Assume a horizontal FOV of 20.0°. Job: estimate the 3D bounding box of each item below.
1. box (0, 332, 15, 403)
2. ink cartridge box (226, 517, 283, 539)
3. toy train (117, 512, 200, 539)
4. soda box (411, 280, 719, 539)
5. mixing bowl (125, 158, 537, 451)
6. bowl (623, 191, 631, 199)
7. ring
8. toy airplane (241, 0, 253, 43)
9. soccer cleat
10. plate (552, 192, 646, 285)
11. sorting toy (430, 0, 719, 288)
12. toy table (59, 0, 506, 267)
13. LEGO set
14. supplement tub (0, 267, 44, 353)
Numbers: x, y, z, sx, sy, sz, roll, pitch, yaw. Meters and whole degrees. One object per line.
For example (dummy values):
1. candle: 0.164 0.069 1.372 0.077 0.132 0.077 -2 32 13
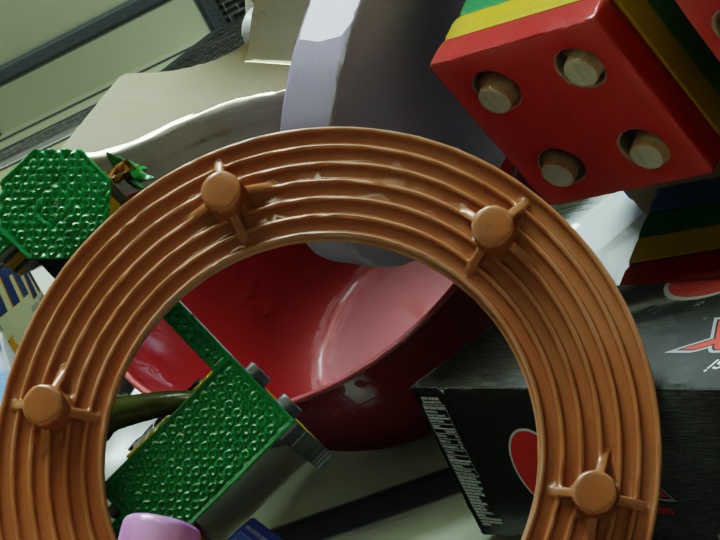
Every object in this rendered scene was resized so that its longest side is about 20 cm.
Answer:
1. box: -0.193 0.107 0.915 0.122 0.048 0.200 -29 34 -4
2. ink cartridge box: -0.112 0.147 0.761 0.200 0.042 0.119 -30 13 -14
3. toy train: -0.088 0.143 0.529 0.200 0.056 0.150 -29 53 22
4. soda box: 0.102 0.045 0.642 0.071 0.063 0.200 -35 15 -26
5. mixing bowl: 0.000 0.000 0.853 0.200 0.108 0.200 -19 47 22
6. bowl: 0.178 -0.101 0.856 0.201 0.039 0.201 -39 1 1
7. ring: -0.014 0.053 0.590 0.200 0.201 0.019 -28 -18 2
8. toy airplane: -0.025 -0.071 1.163 0.200 0.141 0.199 -57 -10 -11
9. soccer cleat: -0.068 0.044 0.929 0.200 0.085 0.069 -46 -3 -46
10. plate: 0.103 -0.016 0.951 0.200 0.032 0.199 -38 16 -34
11. sorting toy: 0.140 -0.049 0.643 0.199 0.200 0.070 -10 43 44
12. toy table: -0.014 -0.086 0.741 0.117 0.184 0.200 8 32 26
13. LEGO set: -0.104 0.067 0.676 0.200 0.154 0.116 -53 -12 -6
14. supplement tub: -0.232 0.040 1.059 0.145 0.200 0.145 -27 13 7
